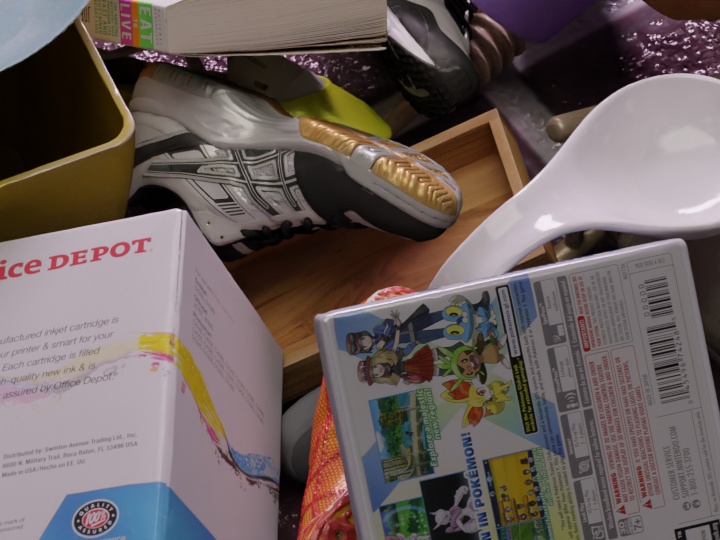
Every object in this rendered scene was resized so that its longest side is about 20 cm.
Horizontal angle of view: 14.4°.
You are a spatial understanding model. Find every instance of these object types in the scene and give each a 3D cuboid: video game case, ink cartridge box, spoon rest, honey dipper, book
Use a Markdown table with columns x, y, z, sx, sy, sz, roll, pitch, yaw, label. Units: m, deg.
| x | y | z | sx | sy | sz | roll | pitch | yaw | label |
| --- | --- | --- | --- | --- | --- | --- | --- | --- | --- |
| 0.085 | 0.100 | 1.339 | 0.182 | 0.022 | 0.200 | -12 | 93 | -12 | video game case |
| -0.130 | 0.099 | 1.392 | 0.147 | 0.146 | 0.200 | -10 | 55 | 17 | ink cartridge box |
| 0.120 | -0.032 | 1.389 | 0.200 | 0.061 | 0.099 | -34 | 60 | -16 | spoon rest |
| 0.015 | -0.078 | 1.606 | 0.038 | 0.038 | 0.200 | 37 | 67 | 25 | honey dipper |
| -0.093 | -0.147 | 1.545 | 0.133 | 0.048 | 0.200 | -9 | 13 | -29 | book |

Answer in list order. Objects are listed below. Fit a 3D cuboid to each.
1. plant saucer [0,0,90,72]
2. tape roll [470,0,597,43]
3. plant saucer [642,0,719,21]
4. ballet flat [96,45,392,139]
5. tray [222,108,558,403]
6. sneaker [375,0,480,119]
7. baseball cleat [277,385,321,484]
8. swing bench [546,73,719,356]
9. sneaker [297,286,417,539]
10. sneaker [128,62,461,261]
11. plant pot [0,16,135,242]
| x | y | z | sx | sy | sz | roll | pitch | yaw | label |
| --- | --- | --- | --- | --- | --- | --- | --- | --- | --- |
| -0.224 | -0.156 | 1.455 | 0.201 | 0.039 | 0.201 | -2 | 53 | 2 | plant saucer |
| 0.066 | -0.225 | 1.607 | 0.066 | 0.200 | 0.200 | -38 | 54 | 19 | tape roll |
| 0.130 | -0.203 | 1.533 | 0.037 | 0.200 | 0.200 | -43 | 56 | 16 | plant saucer |
| -0.081 | -0.098 | 1.578 | 0.200 | 0.067 | 0.067 | 4 | 23 | 22 | ballet flat |
| 0.000 | 0.000 | 1.511 | 0.200 | 0.037 | 0.099 | -24 | 54 | 11 | tray |
| 0.033 | -0.154 | 1.595 | 0.080 | 0.074 | 0.200 | -27 | 34 | -1 | sneaker |
| 0.057 | 0.087 | 1.449 | 0.200 | 0.070 | 0.106 | -10 | 29 | -4 | baseball cleat |
| 0.230 | -0.019 | 1.498 | 0.200 | 0.130 | 0.199 | -28 | 57 | -22 | swing bench |
| 0.005 | 0.107 | 1.389 | 0.073 | 0.077 | 0.200 | 20 | 61 | -12 | sneaker |
| -0.039 | -0.040 | 1.489 | 0.200 | 0.076 | 0.088 | 21 | 95 | 30 | sneaker |
| -0.235 | -0.053 | 1.513 | 0.200 | 0.176 | 0.200 | -21 | 55 | -12 | plant pot |
